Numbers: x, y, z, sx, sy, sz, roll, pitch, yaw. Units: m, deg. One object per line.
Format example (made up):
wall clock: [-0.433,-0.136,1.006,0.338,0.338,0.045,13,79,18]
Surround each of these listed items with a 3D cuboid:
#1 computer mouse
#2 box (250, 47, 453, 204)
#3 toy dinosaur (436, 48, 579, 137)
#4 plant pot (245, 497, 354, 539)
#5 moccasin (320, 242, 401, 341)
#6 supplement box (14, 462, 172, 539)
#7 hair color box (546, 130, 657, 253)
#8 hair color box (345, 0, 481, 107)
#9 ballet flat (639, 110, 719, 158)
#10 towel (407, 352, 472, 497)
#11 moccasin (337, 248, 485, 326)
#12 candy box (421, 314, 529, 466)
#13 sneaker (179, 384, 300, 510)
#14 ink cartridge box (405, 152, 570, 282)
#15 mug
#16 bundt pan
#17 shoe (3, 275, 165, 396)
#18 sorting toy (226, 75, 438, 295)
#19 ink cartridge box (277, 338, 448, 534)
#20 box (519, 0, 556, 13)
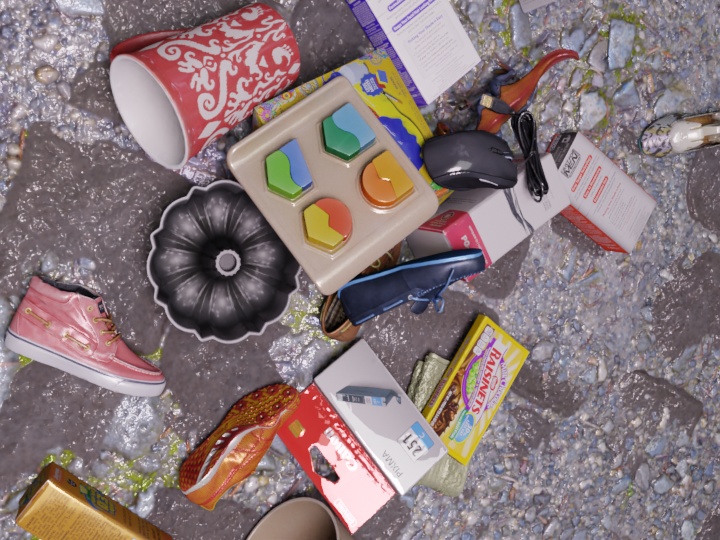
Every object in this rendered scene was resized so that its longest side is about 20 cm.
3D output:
computer mouse: [0.163,-0.167,0.889,0.196,0.046,0.144,4,70,-29]
box: [-0.013,-0.137,0.908,0.190,0.122,0.203,-29,86,-16]
toy dinosaur: [0.186,-0.237,1.000,0.105,0.200,0.182,43,48,-5]
plant pot: [-0.049,0.450,0.973,0.188,0.186,0.201,-48,124,-10]
moccasin: [-0.001,-0.001,0.978,0.073,0.078,0.204,30,89,17]
supplement box: [-0.330,0.329,0.891,0.199,0.066,0.069,40,81,-22]
hair color box: [0.373,-0.122,1.129,0.198,0.061,0.103,34,83,-23]
hair color box: [0.069,-0.343,0.980,0.109,0.065,0.202,-39,110,-13]
ballet flat: [0.566,-0.235,1.191,0.196,0.072,0.074,-13,101,-20]
towel: [0.124,0.238,1.082,0.146,0.036,0.204,20,88,-22]
moccasin: [0.070,0.023,0.909,0.196,0.080,0.070,-16,94,23]
candy box: [0.169,0.179,1.063,0.102,0.026,0.202,36,78,-21]
sneaker: [-0.157,0.234,0.960,0.199,0.073,0.078,-42,131,-9]
ink cartridge box: [0.176,-0.081,1.007,0.198,0.144,0.085,-35,108,-14]
mug: [-0.188,-0.245,0.837,0.199,0.133,0.178,-40,91,-32]
bundt pan: [-0.177,-0.013,0.909,0.198,0.076,0.207,-2,96,-22]
shoe: [-0.321,0.080,0.863,0.197,0.071,0.093,24,92,-18]
sorting toy: [-0.028,-0.104,0.815,0.184,0.036,0.201,-36,88,-16]
ink cartridge box: [-0.004,0.230,0.985,0.175,0.045,0.201,-38,85,-14]
box: [0.288,-0.511,1.026,0.150,0.106,0.203,-29,106,-16]
